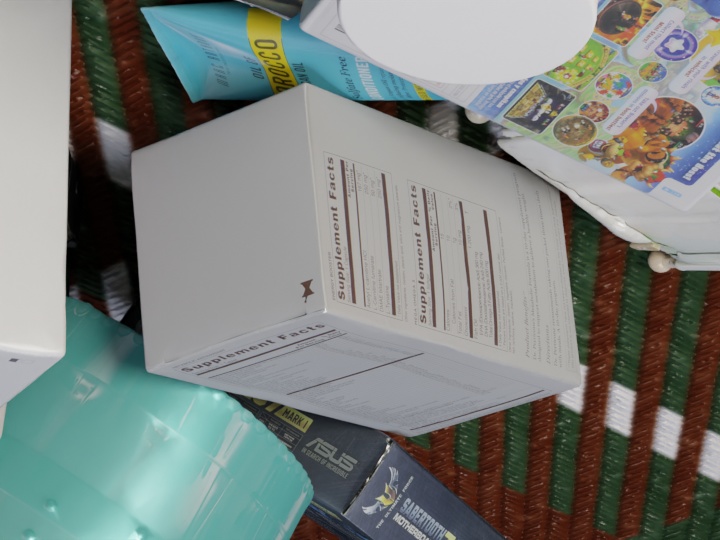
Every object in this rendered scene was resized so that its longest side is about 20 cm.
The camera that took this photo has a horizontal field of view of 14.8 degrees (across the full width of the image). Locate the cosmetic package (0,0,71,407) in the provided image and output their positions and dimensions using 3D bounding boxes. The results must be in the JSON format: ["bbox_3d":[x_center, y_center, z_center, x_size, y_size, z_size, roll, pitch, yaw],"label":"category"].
[{"bbox_3d":[-0.226,-0.056,1.107,0.199,0.201,0.123,9,160,-24],"label":"cosmetic package"}]

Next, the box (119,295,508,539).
[{"bbox_3d":[-0.028,0.099,1.493,0.200,0.051,0.158,28,171,38],"label":"box"}]

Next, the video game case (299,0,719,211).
[{"bbox_3d":[0.095,-0.106,1.154,0.199,0.018,0.143,24,136,-20],"label":"video game case"}]

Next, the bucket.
[{"bbox_3d":[-0.130,0.116,1.363,0.207,0.135,0.207,32,163,11],"label":"bucket"}]

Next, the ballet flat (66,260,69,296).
[{"bbox_3d":[-0.189,0.050,1.510,0.073,0.073,0.200,4,154,-1],"label":"ballet flat"}]

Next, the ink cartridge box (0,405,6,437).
[{"bbox_3d":[-0.251,-0.012,1.240,0.084,0.145,0.200,-22,141,39],"label":"ink cartridge box"}]

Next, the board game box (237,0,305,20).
[{"bbox_3d":[-0.080,-0.173,1.126,0.199,0.028,0.135,19,147,-26],"label":"board game box"}]

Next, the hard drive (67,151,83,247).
[{"bbox_3d":[-0.216,-0.072,1.321,0.139,0.038,0.200,1,151,5],"label":"hard drive"}]

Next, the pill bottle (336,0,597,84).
[{"bbox_3d":[0.040,-0.169,0.940,0.112,0.201,0.112,3,151,2],"label":"pill bottle"}]

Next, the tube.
[{"bbox_3d":[0.007,-0.100,1.240,0.199,0.051,0.078,0,146,16],"label":"tube"}]

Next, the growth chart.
[{"bbox_3d":[0.145,-0.041,1.316,0.144,0.018,0.200,2,156,43],"label":"growth chart"}]

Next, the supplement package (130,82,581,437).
[{"bbox_3d":[0.000,0.000,1.310,0.113,0.110,0.200,-19,157,34],"label":"supplement package"}]
